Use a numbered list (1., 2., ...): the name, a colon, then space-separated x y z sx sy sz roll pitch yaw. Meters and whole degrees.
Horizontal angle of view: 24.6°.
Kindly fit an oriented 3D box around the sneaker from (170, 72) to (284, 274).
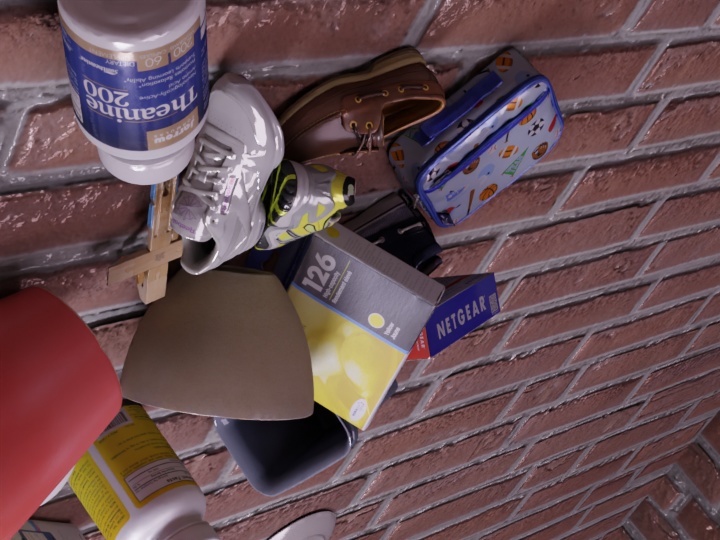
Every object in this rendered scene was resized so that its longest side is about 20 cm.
1. sneaker: -0.123 -0.080 1.486 0.100 0.074 0.202 -40 148 -44

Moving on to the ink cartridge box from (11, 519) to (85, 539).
1. ink cartridge box: -0.402 0.356 1.856 0.145 0.088 0.200 -44 154 9

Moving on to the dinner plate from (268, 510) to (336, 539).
1. dinner plate: -0.112 0.437 2.498 0.199 0.024 0.201 -33 154 -18

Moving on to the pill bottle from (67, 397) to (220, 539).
1. pill bottle: -0.235 0.236 1.754 0.112 0.200 0.113 -31 155 -17

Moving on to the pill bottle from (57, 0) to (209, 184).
1. pill bottle: -0.173 -0.157 1.284 0.110 0.111 0.201 -30 154 -20

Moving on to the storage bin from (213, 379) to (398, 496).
1. storage bin: -0.061 0.152 1.951 0.199 0.146 0.134 -35 179 44

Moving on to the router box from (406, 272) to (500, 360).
1. router box: 0.037 0.054 1.851 0.178 0.049 0.200 -5 -169 30

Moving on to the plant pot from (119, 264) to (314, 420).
1. plant pot: -0.138 0.065 1.662 0.199 0.198 0.136 2 95 -57

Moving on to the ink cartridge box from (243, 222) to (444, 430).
1. ink cartridge box: -0.038 0.044 1.722 0.199 0.198 0.047 -62 178 39

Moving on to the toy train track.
1. toy train track: -0.192 -0.053 1.537 0.114 0.033 0.201 -24 144 -33

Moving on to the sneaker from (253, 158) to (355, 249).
1. sneaker: -0.058 -0.057 1.585 0.075 0.076 0.200 5 175 -13

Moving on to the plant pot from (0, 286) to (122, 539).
1. plant pot: -0.321 0.121 1.466 0.177 0.200 0.201 -38 158 -31

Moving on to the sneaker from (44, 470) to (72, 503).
1. sneaker: -0.375 0.217 1.672 0.200 0.073 0.112 -46 157 15

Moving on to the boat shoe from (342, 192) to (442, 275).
1. boat shoe: 0.000 0.000 1.829 0.199 0.093 0.075 -35 156 -12

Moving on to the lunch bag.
1. lunch bag: 0.125 -0.140 1.801 0.200 0.076 0.160 -40 154 -3

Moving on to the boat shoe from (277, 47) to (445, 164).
1. boat shoe: -0.003 -0.148 1.603 0.199 0.068 0.072 -29 154 -25
